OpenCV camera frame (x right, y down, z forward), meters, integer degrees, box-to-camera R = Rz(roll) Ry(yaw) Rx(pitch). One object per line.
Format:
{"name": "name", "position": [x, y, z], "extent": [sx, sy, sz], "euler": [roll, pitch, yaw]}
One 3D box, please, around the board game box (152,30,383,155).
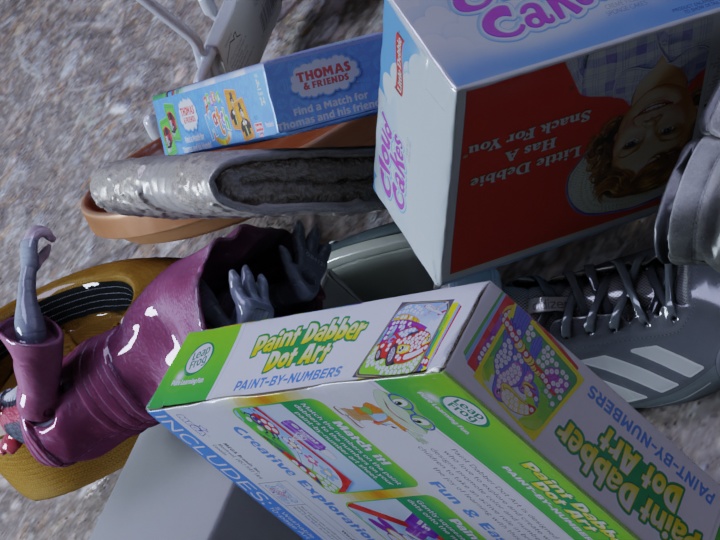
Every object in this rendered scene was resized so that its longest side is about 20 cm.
{"name": "board game box", "position": [0.001, -0.089, 1.259], "extent": [0.151, 0.037, 0.200], "euler": [-15, 5, -18]}

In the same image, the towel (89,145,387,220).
{"name": "towel", "position": [-0.013, -0.040, 1.274], "extent": [0.133, 0.200, 0.035], "euler": [-1, 92, 59]}

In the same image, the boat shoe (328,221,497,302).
{"name": "boat shoe", "position": [0.000, 0.000, 1.390], "extent": [0.200, 0.073, 0.062], "euler": [-27, 37, 49]}

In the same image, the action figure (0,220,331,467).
{"name": "action figure", "position": [-0.099, 0.054, 1.285], "extent": [0.200, 0.134, 0.149], "euler": [-30, 61, 27]}

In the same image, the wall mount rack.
{"name": "wall mount rack", "position": [-0.105, -0.175, 1.689], "extent": [0.075, 0.174, 0.200], "euler": [7, 52, 17]}

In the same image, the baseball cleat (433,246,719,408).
{"name": "baseball cleat", "position": [0.097, 0.023, 1.161], "extent": [0.200, 0.106, 0.070], "euler": [-33, 44, 42]}

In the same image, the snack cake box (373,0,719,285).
{"name": "snack cake box", "position": [0.109, -0.082, 1.152], "extent": [0.200, 0.115, 0.067], "euler": [-18, 52, -20]}

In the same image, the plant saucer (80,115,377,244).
{"name": "plant saucer", "position": [-0.061, -0.064, 1.543], "extent": [0.200, 0.032, 0.200], "euler": [-23, 15, 6]}

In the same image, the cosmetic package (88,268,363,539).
{"name": "cosmetic package", "position": [-0.057, 0.109, 1.320], "extent": [0.107, 0.090, 0.200], "euler": [-15, 40, 46]}

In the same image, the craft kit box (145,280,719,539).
{"name": "craft kit box", "position": [0.046, 0.088, 1.048], "extent": [0.197, 0.200, 0.049], "euler": [-7, 48, 55]}

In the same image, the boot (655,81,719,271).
{"name": "boot", "position": [0.207, -0.071, 1.073], "extent": [0.131, 0.068, 0.200], "euler": [29, 81, 29]}

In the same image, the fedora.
{"name": "fedora", "position": [-0.160, 0.068, 1.497], "extent": [0.200, 0.082, 0.201], "euler": [-23, 18, 8]}
